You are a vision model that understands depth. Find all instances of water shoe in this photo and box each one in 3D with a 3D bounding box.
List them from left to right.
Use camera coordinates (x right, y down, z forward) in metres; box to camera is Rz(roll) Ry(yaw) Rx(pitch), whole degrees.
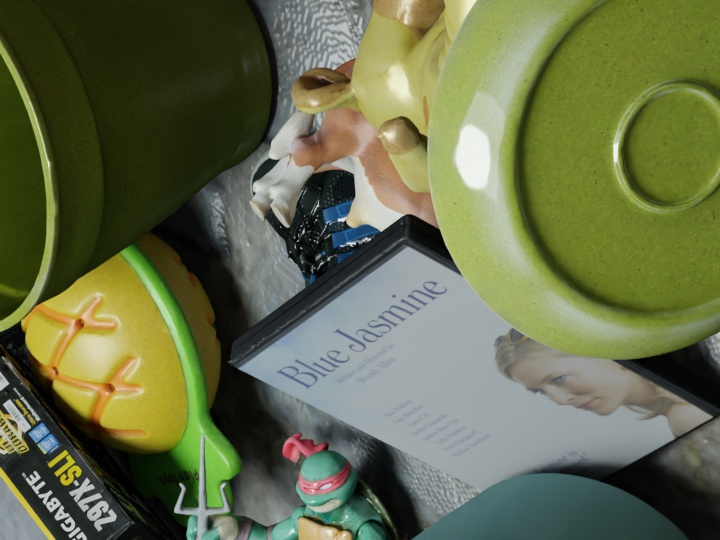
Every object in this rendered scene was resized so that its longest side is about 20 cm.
[{"bbox_3d":[0.000,0.000,1.179,0.200,0.079,0.072,39,132,27],"label":"water shoe"}]

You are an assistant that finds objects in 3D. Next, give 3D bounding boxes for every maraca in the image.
[{"bbox_3d":[-0.132,0.059,1.324,0.137,0.107,0.201,-18,99,57],"label":"maraca"}]

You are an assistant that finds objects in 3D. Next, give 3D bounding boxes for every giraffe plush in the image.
[{"bbox_3d":[0.060,-0.101,1.016,0.201,0.172,0.162,-65,28,1],"label":"giraffe plush"}]

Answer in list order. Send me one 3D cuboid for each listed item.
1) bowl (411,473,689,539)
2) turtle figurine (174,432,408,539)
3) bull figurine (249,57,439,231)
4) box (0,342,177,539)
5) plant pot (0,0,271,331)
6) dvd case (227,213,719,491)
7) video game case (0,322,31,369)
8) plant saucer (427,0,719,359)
[{"bbox_3d":[0.101,0.180,1.115,0.200,0.105,0.201,15,131,18],"label":"bowl"},{"bbox_3d":[-0.016,0.173,1.264,0.149,0.101,0.201,21,136,49],"label":"turtle figurine"},{"bbox_3d":[0.033,-0.024,1.122,0.200,0.121,0.065,49,168,28],"label":"bull figurine"},{"bbox_3d":[-0.177,0.127,1.364,0.160,0.049,0.200,47,175,18],"label":"box"},{"bbox_3d":[-0.156,-0.092,1.213,0.200,0.193,0.201,22,123,39],"label":"plant pot"},{"bbox_3d":[0.057,0.052,1.082,0.200,0.018,0.143,28,139,-25],"label":"dvd case"},{"bbox_3d":[-0.240,0.021,1.347,0.023,0.200,0.182,38,132,21],"label":"video game case"},{"bbox_3d":[0.126,-0.055,0.938,0.031,0.199,0.201,-143,43,-65],"label":"plant saucer"}]
